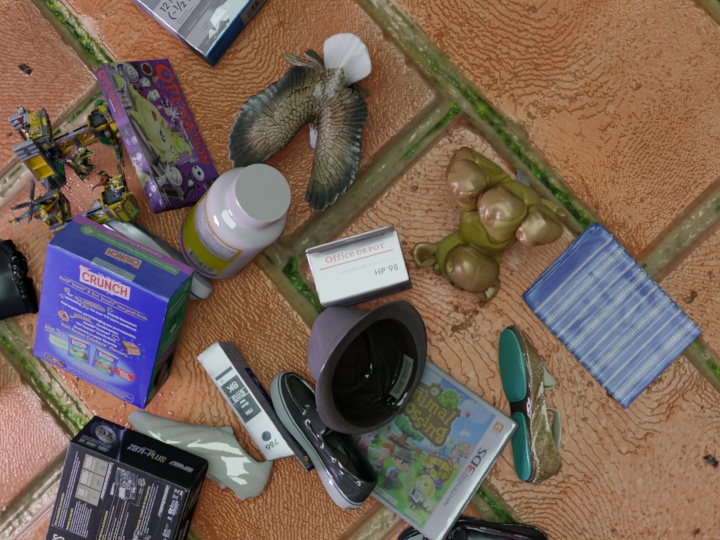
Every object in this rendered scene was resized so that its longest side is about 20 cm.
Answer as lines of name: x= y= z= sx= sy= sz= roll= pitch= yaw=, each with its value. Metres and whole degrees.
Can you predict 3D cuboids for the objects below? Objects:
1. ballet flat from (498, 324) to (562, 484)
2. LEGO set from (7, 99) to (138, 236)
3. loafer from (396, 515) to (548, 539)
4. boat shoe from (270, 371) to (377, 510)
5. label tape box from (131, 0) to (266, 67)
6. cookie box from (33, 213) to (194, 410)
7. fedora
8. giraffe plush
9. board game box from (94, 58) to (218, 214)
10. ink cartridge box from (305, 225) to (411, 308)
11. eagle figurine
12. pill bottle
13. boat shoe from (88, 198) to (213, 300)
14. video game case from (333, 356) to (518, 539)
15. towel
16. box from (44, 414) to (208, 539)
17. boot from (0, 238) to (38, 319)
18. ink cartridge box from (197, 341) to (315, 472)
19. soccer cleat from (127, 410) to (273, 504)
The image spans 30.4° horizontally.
ballet flat: x=0.221 y=0.169 z=1.697 sx=0.064 sy=0.070 sz=0.203 roll=-5 pitch=88 yaw=-24
LEGO set: x=-0.371 y=-0.142 z=1.693 sx=0.152 sy=0.116 sz=0.202 roll=-14 pitch=58 yaw=10
loafer: x=0.142 y=0.348 z=1.679 sx=0.197 sy=0.063 sz=0.073 roll=-1 pitch=86 yaw=3
boat shoe: x=-0.042 y=0.204 z=1.674 sx=0.057 sy=0.068 sz=0.201 roll=-46 pitch=68 yaw=34
label tape box: x=-0.230 y=-0.392 z=1.760 sx=0.199 sy=0.066 sz=0.144 roll=39 pitch=89 yaw=4
cookie box: x=-0.313 y=0.054 z=1.669 sx=0.169 sy=0.075 sz=0.201 roll=25 pitch=131 yaw=5
fedora: x=-0.005 y=0.105 z=1.638 sx=0.177 sy=0.201 sz=0.090 roll=-47 pitch=50 yaw=-11
giraffe plush: x=0.151 y=-0.043 z=1.668 sx=0.172 sy=0.200 sz=0.163 roll=38 pitch=106 yaw=10
board game box: x=-0.259 y=-0.177 z=1.722 sx=0.032 sy=0.120 sz=0.202 roll=-27 pitch=84 yaw=33
ink cartridge box: x=0.000 y=0.000 z=1.647 sx=0.114 sy=0.200 sz=0.068 roll=-16 pitch=85 yaw=3
eagle figurine: x=-0.058 y=-0.192 z=1.693 sx=0.150 sy=0.201 sz=0.152 roll=-6 pitch=129 yaw=34
pill bottle: x=-0.153 y=-0.064 z=1.653 sx=0.103 sy=0.200 sz=0.106 roll=7 pitch=71 yaw=-22
boat shoe: x=-0.284 y=-0.013 z=1.732 sx=0.199 sy=0.072 sz=0.066 roll=35 pitch=95 yaw=5
video game case: x=0.072 y=0.215 z=1.693 sx=0.199 sy=0.022 sz=0.183 roll=34 pitch=89 yaw=20
towel: x=0.323 y=0.056 z=1.711 sx=0.145 sy=0.024 sz=0.200 roll=-43 pitch=84 yaw=0
box: x=-0.299 y=0.311 z=1.666 sx=0.162 sy=0.086 sz=0.202 roll=19 pitch=110 yaw=5
boot: x=-0.502 y=0.064 z=1.741 sx=0.160 sy=0.073 sz=0.201 roll=-19 pitch=84 yaw=-1
ink cartridge box: x=-0.130 y=0.181 z=1.692 sx=0.039 sy=0.099 sz=0.201 roll=-37 pitch=83 yaw=2
soccer cleat: x=-0.205 y=0.224 z=1.712 sx=0.198 sy=0.069 sz=0.078 roll=30 pitch=85 yaw=-2
